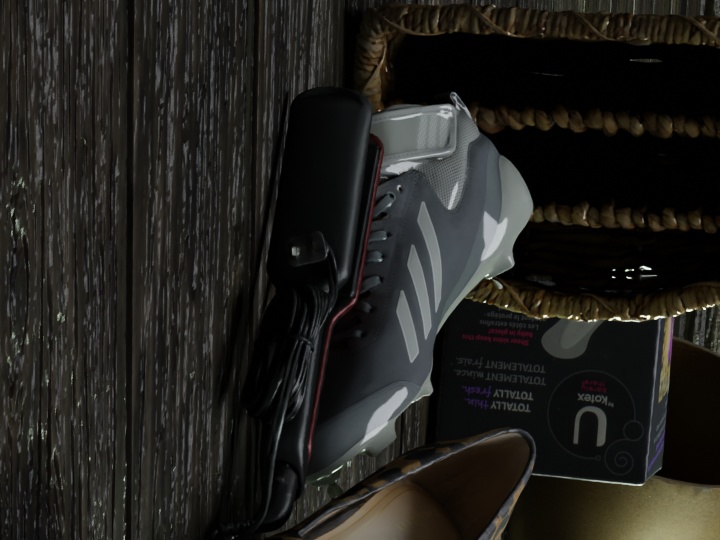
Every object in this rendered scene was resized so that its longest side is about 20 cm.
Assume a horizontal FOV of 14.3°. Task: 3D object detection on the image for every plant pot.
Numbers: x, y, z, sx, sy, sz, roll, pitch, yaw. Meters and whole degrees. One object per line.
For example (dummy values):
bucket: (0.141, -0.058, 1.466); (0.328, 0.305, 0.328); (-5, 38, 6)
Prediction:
plant pot: (0.174, 0.169, 1.909); (0.186, 0.186, 0.200); (-65, 171, -60)

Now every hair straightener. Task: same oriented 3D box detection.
hair straightener: (-0.030, 0.013, 1.117); (0.077, 0.041, 0.200); (75, 28, -60)

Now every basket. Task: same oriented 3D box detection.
basket: (0.100, -0.046, 1.307); (0.149, 0.200, 0.143); (-18, 112, -80)

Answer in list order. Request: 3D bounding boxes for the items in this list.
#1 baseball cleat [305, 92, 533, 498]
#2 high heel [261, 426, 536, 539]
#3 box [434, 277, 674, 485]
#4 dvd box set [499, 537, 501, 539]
baseball cleat: (0.000, 0.000, 1.206); (0.106, 0.070, 0.200); (55, 42, -19)
high heel: (0.020, 0.098, 1.087); (0.143, 0.071, 0.200); (-40, 177, -10)
box: (0.114, 0.012, 1.605); (0.106, 0.122, 0.200); (-1, 96, -80)
dvd box set: (0.049, 0.209, 1.609); (0.200, 0.029, 0.146); (-61, 154, -65)
